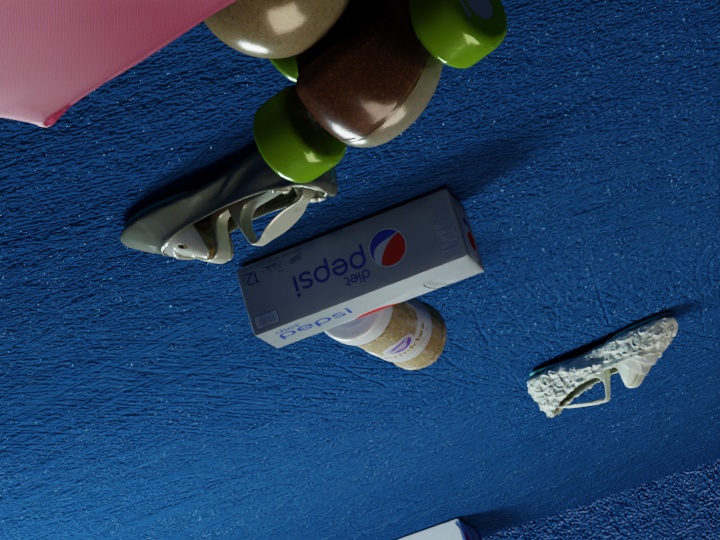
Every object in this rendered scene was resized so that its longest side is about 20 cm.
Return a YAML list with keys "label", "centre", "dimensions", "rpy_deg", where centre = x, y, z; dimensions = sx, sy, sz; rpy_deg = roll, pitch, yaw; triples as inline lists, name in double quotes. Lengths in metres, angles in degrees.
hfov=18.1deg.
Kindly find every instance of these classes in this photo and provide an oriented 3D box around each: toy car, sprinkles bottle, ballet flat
- label: "toy car"
  centre: [-0.042, -0.174, 1.270]
  dimensions: [0.199, 0.159, 0.164]
  rpy_deg: [32, 132, -31]
- label: "sprinkles bottle"
  centre: [0.021, 0.046, 2.085]
  dimensions: [0.068, 0.069, 0.200]
  rpy_deg: [-22, 164, 15]
- label: "ballet flat"
  centre: [-0.100, -0.040, 1.687]
  dimensions: [0.199, 0.064, 0.067]
  rpy_deg: [-27, 161, 30]
- label: "ballet flat"
  centre: [0.286, 0.115, 2.592]
  dimensions: [0.199, 0.072, 0.072]
  rpy_deg: [-26, 162, 25]

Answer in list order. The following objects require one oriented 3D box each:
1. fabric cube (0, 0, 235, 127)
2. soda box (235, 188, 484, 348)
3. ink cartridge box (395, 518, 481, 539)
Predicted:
- label: "fabric cube"
  centre: [-0.153, -0.191, 0.900]
  dimensions: [0.195, 0.201, 0.199]
  rpy_deg: [-28, 162, 29]
- label: "soda box"
  centre: [0.000, 0.000, 1.921]
  dimensions: [0.199, 0.064, 0.068]
  rpy_deg: [-21, 164, 10]
- label: "ink cartridge box"
  centre: [0.120, 0.447, 3.481]
  dimensions: [0.135, 0.077, 0.200]
  rpy_deg: [-20, 165, 8]
